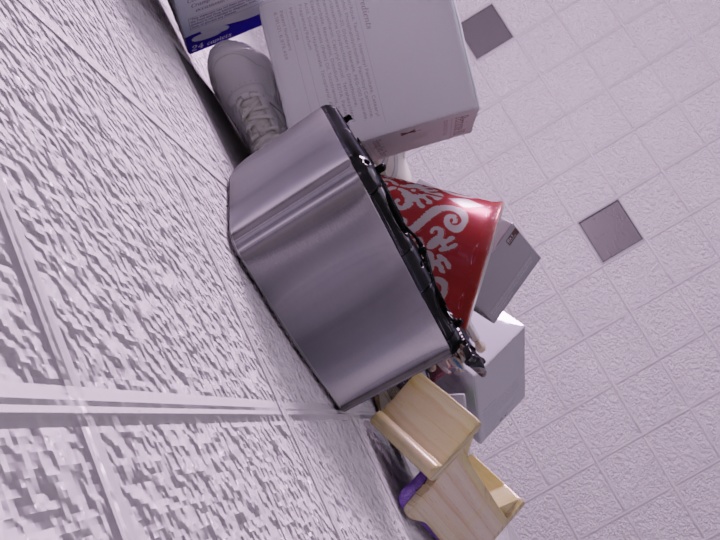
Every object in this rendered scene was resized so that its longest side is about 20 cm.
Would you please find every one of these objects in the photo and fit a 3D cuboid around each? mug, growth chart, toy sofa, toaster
[{"bbox_3d":[0.034,-0.014,0.735,0.195,0.182,0.133,18,13,10],"label":"mug"},{"bbox_3d":[0.095,0.068,0.884,0.146,0.018,0.200,58,-20,4],"label":"growth chart"},{"bbox_3d":[0.078,0.196,0.653,0.082,0.098,0.201,36,-15,42],"label":"toy sofa"},{"bbox_3d":[-0.011,-0.010,0.551,0.183,0.117,0.201,59,4,-27],"label":"toaster"}]

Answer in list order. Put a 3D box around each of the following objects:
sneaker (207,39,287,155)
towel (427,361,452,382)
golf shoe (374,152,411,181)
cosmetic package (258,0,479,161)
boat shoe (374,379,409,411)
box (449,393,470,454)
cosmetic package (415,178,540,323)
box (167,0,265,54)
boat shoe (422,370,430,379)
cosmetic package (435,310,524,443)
[{"bbox_3d":[-0.102,-0.158,0.767,0.202,0.077,0.100,58,8,-36],"label":"sneaker"},{"bbox_3d":[0.062,0.077,1.029,0.022,0.144,0.203,-10,63,-40],"label":"towel"},{"bbox_3d":[0.048,-0.187,0.956,0.201,0.095,0.080,55,18,-47],"label":"golf shoe"},{"bbox_3d":[0.015,-0.218,0.763,0.167,0.195,0.171,-20,96,-83],"label":"cosmetic package"},{"bbox_3d":[0.040,0.114,0.769,0.072,0.064,0.202,55,6,-44],"label":"boat shoe"},{"bbox_3d":[0.127,0.239,0.914,0.200,0.035,0.149,44,43,-76],"label":"box"},{"bbox_3d":[0.122,-0.030,0.893,0.090,0.108,0.200,38,1,-41],"label":"cosmetic package"},{"bbox_3d":[-0.163,-0.351,0.661,0.200,0.103,0.188,128,-61,-78],"label":"box"},{"bbox_3d":[0.056,0.120,0.937,0.068,0.070,0.203,-109,174,-68],"label":"boat shoe"},{"bbox_3d":[0.153,0.129,1.106,0.198,0.122,0.202,37,-23,35],"label":"cosmetic package"}]
